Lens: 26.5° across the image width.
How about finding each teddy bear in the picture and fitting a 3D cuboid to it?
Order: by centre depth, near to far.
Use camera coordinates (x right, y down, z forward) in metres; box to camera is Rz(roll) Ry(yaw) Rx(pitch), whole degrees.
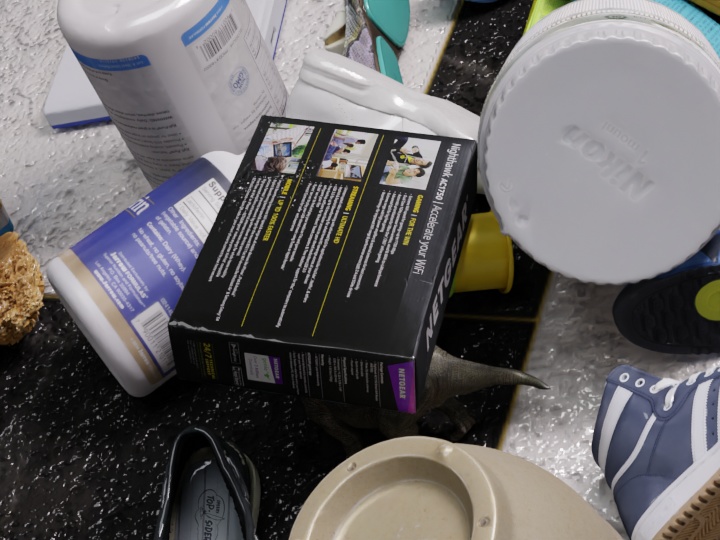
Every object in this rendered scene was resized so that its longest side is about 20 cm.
[{"bbox_3d":[-0.320,0.056,1.150,0.200,0.067,0.145,-41,28,-15],"label":"teddy bear"}]

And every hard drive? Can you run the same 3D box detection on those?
[{"bbox_3d":[-0.169,-0.189,1.334,0.199,0.025,0.132,-7,46,17],"label":"hard drive"}]

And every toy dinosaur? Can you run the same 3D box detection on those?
[{"bbox_3d":[0.014,0.075,0.951,0.199,0.102,0.077,5,51,28],"label":"toy dinosaur"}]

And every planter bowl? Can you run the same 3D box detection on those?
[{"bbox_3d":[0.041,0.171,0.808,0.199,0.135,0.201,-18,45,18],"label":"planter bowl"}]

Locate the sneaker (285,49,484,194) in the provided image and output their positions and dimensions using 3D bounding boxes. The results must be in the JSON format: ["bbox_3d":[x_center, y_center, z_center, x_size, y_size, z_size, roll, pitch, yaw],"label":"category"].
[{"bbox_3d":[0.036,-0.083,1.111,0.199,0.089,0.075,27,17,13],"label":"sneaker"}]

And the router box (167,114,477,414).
[{"bbox_3d":[-0.017,-0.010,0.944,0.148,0.051,0.201,8,45,12],"label":"router box"}]

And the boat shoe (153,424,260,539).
[{"bbox_3d":[-0.095,0.178,0.927,0.074,0.066,0.200,-10,46,15],"label":"boat shoe"}]

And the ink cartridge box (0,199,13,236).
[{"bbox_3d":[-0.366,-0.069,1.149,0.146,0.200,0.146,-32,88,-11],"label":"ink cartridge box"}]

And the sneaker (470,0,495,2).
[{"bbox_3d":[0.139,-0.283,1.245,0.199,0.083,0.071,-23,43,2],"label":"sneaker"}]

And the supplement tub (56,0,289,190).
[{"bbox_3d":[-0.130,-0.144,1.149,0.131,0.200,0.132,-12,45,12],"label":"supplement tub"}]

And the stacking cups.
[{"bbox_3d":[0.000,0.000,1.017,0.199,0.061,0.061,-8,43,-8],"label":"stacking cups"}]

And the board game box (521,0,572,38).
[{"bbox_3d":[0.187,-0.217,1.138,0.101,0.048,0.201,19,63,0],"label":"board game box"}]

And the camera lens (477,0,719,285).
[{"bbox_3d":[0.156,-0.086,0.955,0.159,0.161,0.200,-13,12,12],"label":"camera lens"}]

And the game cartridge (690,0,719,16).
[{"bbox_3d":[0.288,-0.250,1.115,0.176,0.032,0.201,26,53,-8],"label":"game cartridge"}]

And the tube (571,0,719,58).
[{"bbox_3d":[0.222,-0.159,1.065,0.200,0.050,0.077,42,72,8],"label":"tube"}]

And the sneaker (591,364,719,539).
[{"bbox_3d":[0.210,0.070,0.854,0.200,0.070,0.109,-47,37,17],"label":"sneaker"}]

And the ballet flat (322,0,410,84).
[{"bbox_3d":[0.000,-0.177,1.222,0.072,0.072,0.201,-12,44,13],"label":"ballet flat"}]

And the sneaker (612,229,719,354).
[{"bbox_3d":[0.251,-0.007,0.958,0.199,0.066,0.079,-20,31,5],"label":"sneaker"}]

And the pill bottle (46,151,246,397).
[{"bbox_3d":[-0.110,-0.012,1.078,0.200,0.116,0.116,-36,45,-12],"label":"pill bottle"}]
